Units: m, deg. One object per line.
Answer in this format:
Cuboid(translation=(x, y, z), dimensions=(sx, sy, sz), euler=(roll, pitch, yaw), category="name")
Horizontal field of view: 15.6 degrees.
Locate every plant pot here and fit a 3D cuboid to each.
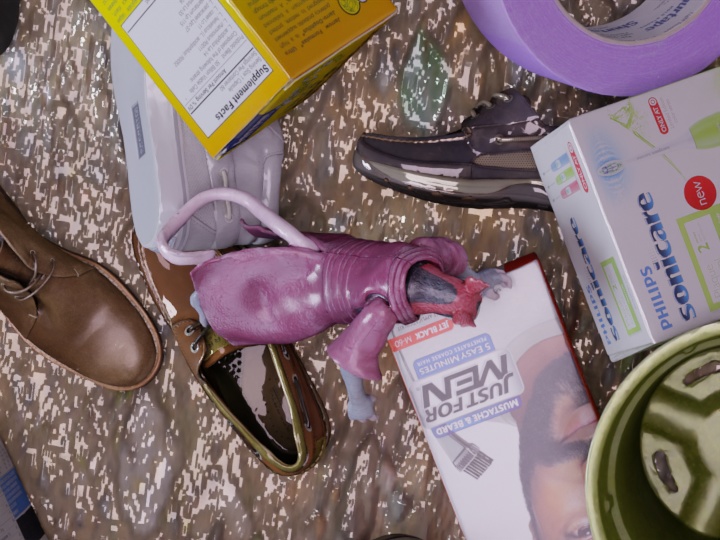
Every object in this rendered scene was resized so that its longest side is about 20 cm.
Cuboid(translation=(0.238, 0.119, 1.624), dimensions=(0.199, 0.184, 0.202), euler=(0, 96, 5), category="plant pot")

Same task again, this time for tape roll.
Cuboid(translation=(0.156, -0.211, 1.617), dimensions=(0.199, 0.066, 0.202), euler=(-6, 106, -23), category="tape roll")

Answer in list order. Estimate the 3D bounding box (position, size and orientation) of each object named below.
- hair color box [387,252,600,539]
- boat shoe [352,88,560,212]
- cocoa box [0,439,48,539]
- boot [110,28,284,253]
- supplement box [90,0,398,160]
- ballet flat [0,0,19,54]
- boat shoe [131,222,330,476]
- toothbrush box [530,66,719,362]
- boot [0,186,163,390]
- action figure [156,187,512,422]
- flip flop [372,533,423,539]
Cuboid(translation=(0.099, 0.102, 1.694), dimensions=(0.110, 0.064, 0.201), euler=(-22, 94, 5), category="hair color box")
Cuboid(translation=(0.095, -0.077, 1.681), dimensions=(0.198, 0.074, 0.074), euler=(6, 86, -5), category="boat shoe")
Cuboid(translation=(-0.316, 0.191, 1.697), dimensions=(0.199, 0.133, 0.132), euler=(-24, 93, 6), category="cocoa box")
Cuboid(translation=(-0.103, -0.110, 1.695), dimensions=(0.095, 0.073, 0.202), euler=(-1, 81, -26), category="boot")
Cuboid(translation=(-0.093, -0.191, 1.618), dimensions=(0.200, 0.109, 0.109), euler=(52, 140, 1), category="supplement box")
Cuboid(translation=(-0.265, -0.233, 1.687), dimensions=(0.067, 0.068, 0.202), euler=(-9, 95, 4), category="ballet flat")
Cuboid(translation=(-0.082, 0.041, 1.699), dimensions=(0.072, 0.068, 0.201), euler=(-36, 91, 8), category="boat shoe")
Cuboid(translation=(0.227, -0.048, 1.619), dimensions=(0.199, 0.086, 0.147), euler=(-19, 85, -15), category="toothbrush box")
Cuboid(translation=(-0.213, 0.009, 1.703), dimensions=(0.200, 0.075, 0.074), euler=(41, 95, -1), category="boot")
Cuboid(translation=(0.000, 0.000, 1.606), dimensions=(0.199, 0.134, 0.149), euler=(1, 133, 43), category="action figure")
Cuboid(translation=(0.062, 0.241, 1.675), dimensions=(0.081, 0.057, 0.200), euler=(-50, 116, -15), category="flip flop")
